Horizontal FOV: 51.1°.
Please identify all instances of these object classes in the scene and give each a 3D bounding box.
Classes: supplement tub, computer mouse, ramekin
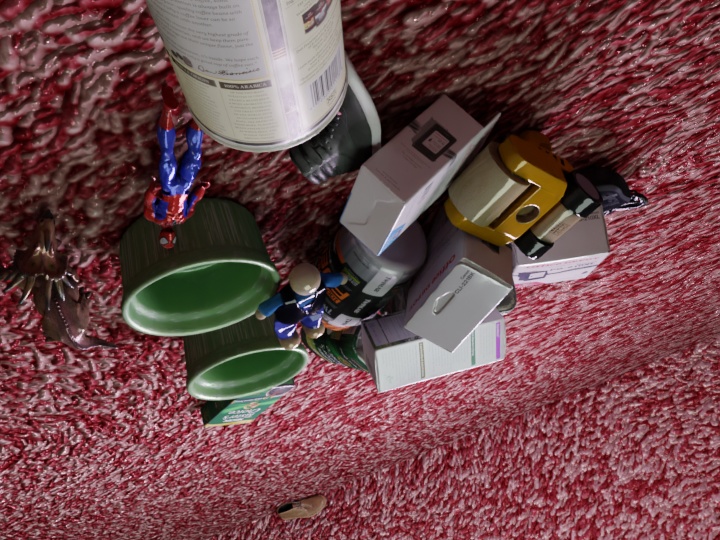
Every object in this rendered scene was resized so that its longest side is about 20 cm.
[{"bbox_3d":[0.000,0.000,1.090,0.121,0.124,0.200,-3,151,-32],"label":"supplement tub"},{"bbox_3d":[0.370,-0.124,1.194,0.137,0.053,0.199,-17,165,26],"label":"computer mouse"},{"bbox_3d":[-0.192,0.125,1.224,0.197,0.099,0.201,-16,156,-7],"label":"ramekin"},{"bbox_3d":[-0.208,-0.005,0.955,0.197,0.099,0.201,-16,156,-7],"label":"ramekin"}]

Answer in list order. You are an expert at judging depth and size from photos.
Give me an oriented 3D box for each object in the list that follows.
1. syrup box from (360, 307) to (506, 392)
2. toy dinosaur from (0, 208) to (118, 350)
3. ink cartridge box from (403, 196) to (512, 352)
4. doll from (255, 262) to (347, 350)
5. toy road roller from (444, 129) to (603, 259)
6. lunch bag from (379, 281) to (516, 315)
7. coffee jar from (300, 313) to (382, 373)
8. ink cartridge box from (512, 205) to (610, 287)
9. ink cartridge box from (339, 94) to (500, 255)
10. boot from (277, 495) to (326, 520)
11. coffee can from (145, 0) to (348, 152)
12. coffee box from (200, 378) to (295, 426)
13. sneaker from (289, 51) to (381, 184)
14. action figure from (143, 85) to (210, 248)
[{"bbox_3d":[0.106,0.102,1.099,0.197,0.079,0.082,-13,122,-11],"label":"syrup box"},{"bbox_3d":[-0.352,0.035,0.875,0.085,0.202,0.135,-35,-156,-23],"label":"toy dinosaur"},{"bbox_3d":[0.136,-0.011,1.037,0.083,0.201,0.145,28,128,-11],"label":"ink cartridge box"},{"bbox_3d":[-0.075,0.040,1.001,0.135,0.049,0.201,-25,159,-15],"label":"doll"},{"bbox_3d":[0.200,-0.118,0.976,0.198,0.147,0.123,17,132,-34],"label":"toy road roller"},{"bbox_3d":[0.134,0.032,1.238,0.197,0.141,0.168,-11,168,-11],"label":"lunch bag"},{"bbox_3d":[-0.018,0.114,1.255,0.104,0.086,0.199,38,163,-26],"label":"coffee jar"},{"bbox_3d":[0.306,-0.036,1.219,0.143,0.086,0.200,-8,168,4],"label":"ink cartridge box"},{"bbox_3d":[0.071,-0.123,0.890,0.200,0.067,0.116,-44,170,-31],"label":"ink cartridge box"},{"bbox_3d":[-0.232,0.933,2.968,0.198,0.074,0.076,-19,146,4],"label":"boot"},{"bbox_3d":[-0.086,-0.205,0.563,0.145,0.148,0.201,-16,156,-5],"label":"coffee can"},{"bbox_3d":[-0.237,0.267,1.576,0.122,0.044,0.200,4,147,-42],"label":"coffee box"},{"bbox_3d":[-0.034,-0.152,0.805,0.098,0.071,0.200,-23,160,-3],"label":"sneaker"},{"bbox_3d":[-0.193,-0.097,0.791,0.065,0.052,0.201,-10,145,-30],"label":"action figure"}]
